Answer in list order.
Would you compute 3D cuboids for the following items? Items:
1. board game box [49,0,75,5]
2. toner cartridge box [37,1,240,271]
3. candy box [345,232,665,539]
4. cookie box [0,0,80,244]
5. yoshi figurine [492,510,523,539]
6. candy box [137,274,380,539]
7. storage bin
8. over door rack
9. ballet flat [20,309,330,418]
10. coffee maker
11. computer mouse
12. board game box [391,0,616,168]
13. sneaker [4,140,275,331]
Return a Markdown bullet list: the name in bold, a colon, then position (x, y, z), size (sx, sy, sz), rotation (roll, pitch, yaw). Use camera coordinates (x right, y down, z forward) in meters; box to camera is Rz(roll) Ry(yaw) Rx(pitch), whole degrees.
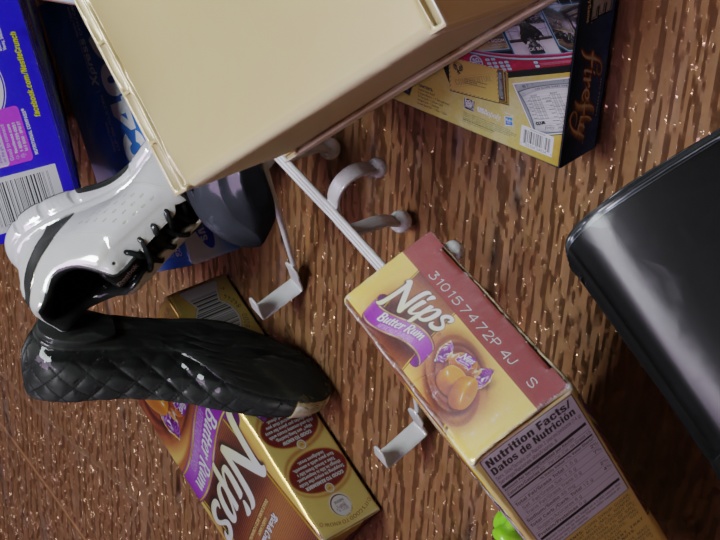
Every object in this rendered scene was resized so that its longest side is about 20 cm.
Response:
- **board game box**: position (-0.110, -0.189, 0.845), size (0.200, 0.019, 0.103), rotation (10, 128, 1)
- **toner cartridge box**: position (-0.151, -0.099, 1.037), size (0.095, 0.043, 0.200), rotation (-9, 101, 55)
- **candy box**: position (0.078, 0.083, 0.721), size (0.117, 0.056, 0.200), rotation (51, 177, 43)
- **cookie box**: position (-0.248, -0.136, 1.032), size (0.200, 0.075, 0.171), rotation (-118, 14, -62)
- **yoshi figurine**: position (0.080, 0.200, 0.849), size (0.200, 0.112, 0.113), rotation (-7, 100, 51)
- **candy box**: position (-0.080, 0.117, 1.055), size (0.200, 0.056, 0.117), rotation (54, 142, 16)
- **storage bin**: position (-0.044, -0.165, 0.714), size (0.200, 0.094, 0.199), rotation (-26, 91, 44)
- **over door rack**: position (0.000, 0.000, 0.887), size (0.148, 0.067, 0.200), rotation (48, 154, 27)
- **ballet flat**: position (-0.118, 0.066, 0.986), size (0.067, 0.200, 0.057), rotation (-93, 16, -54)
- **coffee maker**: position (0.163, 0.051, 0.585), size (0.200, 0.192, 0.135), rotation (59, 166, 17)
- **computer mouse**: position (-0.103, -0.099, 0.846), size (0.059, 0.034, 0.200), rotation (4, 122, 62)
- **board game box**: position (0.034, -0.148, 0.755), size (0.200, 0.035, 0.136), rotation (27, 129, 32)
- **sneaker**: position (-0.128, -0.030, 0.946), size (0.074, 0.200, 0.080), rotation (44, -160, -45)
